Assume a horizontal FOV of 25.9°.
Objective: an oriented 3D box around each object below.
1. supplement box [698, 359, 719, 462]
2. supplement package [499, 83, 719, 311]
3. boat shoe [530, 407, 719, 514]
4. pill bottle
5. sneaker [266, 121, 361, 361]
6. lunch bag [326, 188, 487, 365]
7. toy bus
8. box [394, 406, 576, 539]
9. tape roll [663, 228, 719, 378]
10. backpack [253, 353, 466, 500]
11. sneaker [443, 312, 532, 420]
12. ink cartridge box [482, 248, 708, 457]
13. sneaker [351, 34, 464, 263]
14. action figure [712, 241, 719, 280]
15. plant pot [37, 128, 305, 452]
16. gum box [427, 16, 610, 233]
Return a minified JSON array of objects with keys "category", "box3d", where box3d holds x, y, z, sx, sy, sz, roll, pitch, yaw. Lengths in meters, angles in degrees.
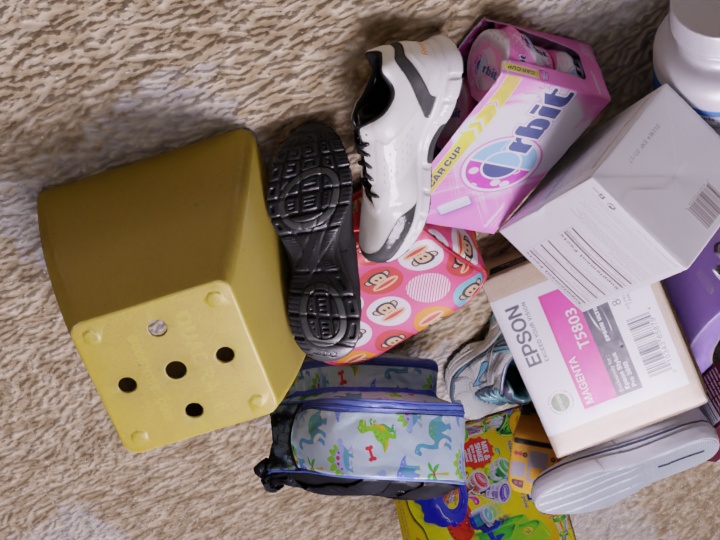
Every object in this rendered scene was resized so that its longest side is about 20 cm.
[{"category":"supplement box","box3d":[0.417,0.115,1.606,0.108,0.061,0.200,10,133,-37]},{"category":"supplement package","box3d":[0.222,-0.056,1.333,0.114,0.109,0.200,-49,-175,-19]},{"category":"boat shoe","box3d":[0.260,0.187,1.584,0.198,0.067,0.074,-16,138,-7]},{"category":"pill bottle","box3d":[0.299,-0.160,1.308,0.111,0.113,0.201,-14,145,1]},{"category":"sneaker","box3d":[-0.036,-0.025,1.346,0.075,0.203,0.091,-2,-179,6]},{"category":"lunch bag","box3d":[0.000,0.000,1.460,0.199,0.083,0.176,-31,142,24]},{"category":"toy bus","box3d":[0.208,0.179,1.696,0.064,0.079,0.200,8,-170,13]},{"category":"box","box3d":[0.146,0.291,1.818,0.190,0.202,0.122,-17,145,5]},{"category":"tape roll","box3d":[0.406,0.036,1.624,0.198,0.086,0.201,-15,143,-12]},{"category":"backpack","box3d":[0.010,0.158,1.593,0.181,0.149,0.199,5,175,-26]},{"category":"sneaker","box3d":[0.148,0.112,1.665,0.077,0.087,0.201,3,142,-21]},{"category":"ink cartridge box","box3d":[0.228,0.060,1.533,0.163,0.075,0.202,-23,103,12]},{"category":"sneaker","box3d":[0.020,-0.100,1.292,0.079,0.074,0.202,-3,118,-31]},{"category":"action figure","box3d":[0.371,-0.046,1.414,0.129,0.202,0.069,-30,142,22]},{"category":"plant pot","box3d":[-0.153,0.033,1.313,0.198,0.177,0.202,-16,121,6]},{"category":"gum box","box3d":[0.112,-0.122,1.336,0.112,0.067,0.200,8,140,-30]}]
